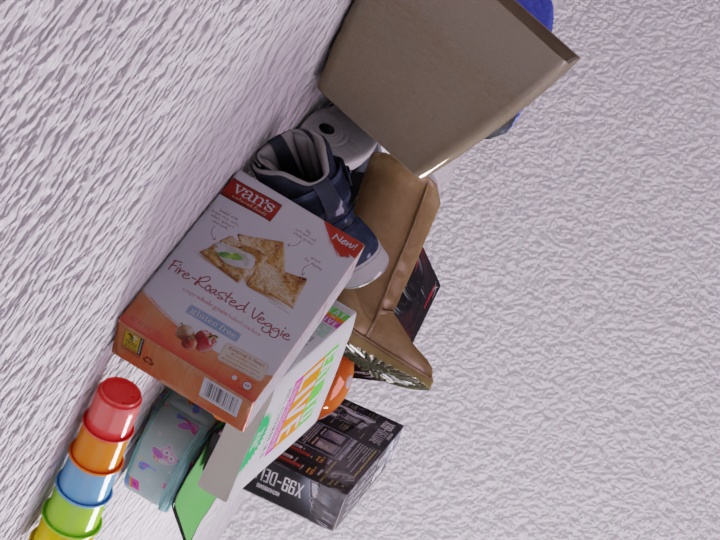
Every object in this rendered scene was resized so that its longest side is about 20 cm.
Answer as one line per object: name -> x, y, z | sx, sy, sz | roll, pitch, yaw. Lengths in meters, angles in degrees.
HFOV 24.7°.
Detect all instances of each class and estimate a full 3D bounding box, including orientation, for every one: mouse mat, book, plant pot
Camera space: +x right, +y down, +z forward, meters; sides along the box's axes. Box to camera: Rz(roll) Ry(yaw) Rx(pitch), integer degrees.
mouse mat -> -0.149, 0.194, 1.789 | 0.200, 0.008, 0.161 | -60, 167, -23
book -> -0.075, 0.115, 1.526 | 0.134, 0.048, 0.200 | -65, 169, 25
plant pot -> 0.074, -0.200, 1.579 | 0.177, 0.200, 0.200 | -49, 178, 13

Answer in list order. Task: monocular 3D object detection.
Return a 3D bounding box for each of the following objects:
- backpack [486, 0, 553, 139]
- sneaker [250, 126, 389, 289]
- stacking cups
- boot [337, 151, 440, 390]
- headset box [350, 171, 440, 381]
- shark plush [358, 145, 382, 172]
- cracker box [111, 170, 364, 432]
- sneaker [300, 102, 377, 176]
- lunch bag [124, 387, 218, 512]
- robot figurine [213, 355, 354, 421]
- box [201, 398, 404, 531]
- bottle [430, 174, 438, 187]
backpack -> 0.142, -0.260, 1.986 | 0.200, 0.162, 0.168 | 110, -8, -58
sneaker -> -0.060, -0.071, 1.553 | 0.077, 0.146, 0.202 | -40, -154, -15
stacking cups -> -0.245, 0.177, 1.462 | 0.061, 0.060, 0.200 | -51, 166, -58
boot -> 0.043, 0.005, 1.690 | 0.066, 0.175, 0.200 | 4, -113, 45
headset box -> 0.000, 0.000, 1.776 | 0.149, 0.075, 0.200 | -62, 141, -35
shark plush -> -0.019, -0.081, 1.900 | 0.083, 0.091, 0.200 | 74, 38, -63
cracker box -> -0.103, 0.022, 1.414 | 0.200, 0.134, 0.058 | -56, 173, -37
sneaker -> -0.025, -0.119, 1.686 | 0.200, 0.073, 0.112 | -53, 173, -50
lunch bag -> -0.181, 0.167, 1.846 | 0.200, 0.077, 0.160 | -53, 172, -42
robot figurine -> -0.088, 0.090, 1.693 | 0.117, 0.200, 0.144 | -13, -116, 46
box -> -0.058, 0.191, 1.786 | 0.200, 0.158, 0.050 | -42, 153, -65
bottle -> 0.021, -0.079, 2.038 | 0.200, 0.065, 0.084 | -23, -150, 54
